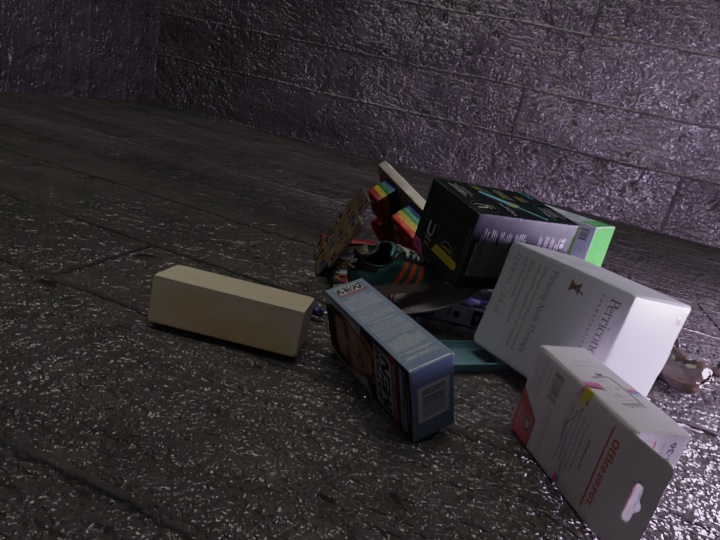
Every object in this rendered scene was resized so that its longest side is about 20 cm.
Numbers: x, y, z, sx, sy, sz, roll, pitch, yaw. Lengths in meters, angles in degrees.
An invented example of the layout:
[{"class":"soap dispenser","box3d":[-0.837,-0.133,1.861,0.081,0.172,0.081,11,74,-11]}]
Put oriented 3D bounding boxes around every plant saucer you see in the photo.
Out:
[{"class":"plant saucer","box3d":[0.119,0.124,0.772,0.199,0.019,0.070,5,20,-25]}]

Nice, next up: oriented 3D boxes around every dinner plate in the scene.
[{"class":"dinner plate","box3d":[0.127,0.035,0.936,0.199,0.024,0.200,-16,17,5]}]

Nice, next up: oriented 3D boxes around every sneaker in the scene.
[{"class":"sneaker","box3d":[0.072,-0.010,0.901,0.199,0.080,0.071,-9,26,-25]}]

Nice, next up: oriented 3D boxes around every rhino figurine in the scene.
[{"class":"rhino figurine","box3d":[0.495,0.141,0.899,0.087,0.060,0.200,-9,23,-24]}]

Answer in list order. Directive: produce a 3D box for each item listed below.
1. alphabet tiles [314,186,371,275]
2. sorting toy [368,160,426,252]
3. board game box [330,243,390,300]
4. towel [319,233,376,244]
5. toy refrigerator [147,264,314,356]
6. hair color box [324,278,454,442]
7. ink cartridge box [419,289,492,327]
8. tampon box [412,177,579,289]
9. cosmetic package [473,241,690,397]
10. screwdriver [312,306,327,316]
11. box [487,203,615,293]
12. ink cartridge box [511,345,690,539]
[{"class":"alphabet tiles","box3d":[-0.036,-0.077,1.043,0.008,0.167,0.200,36,13,-17]},{"class":"sorting toy","box3d":[0.088,-0.080,1.072,0.069,0.199,0.200,-33,59,-11]},{"class":"board game box","box3d":[0.000,0.000,0.987,0.104,0.024,0.200,5,27,-3]},{"class":"towel","box3d":[0.004,-0.027,1.129,0.144,0.023,0.200,6,21,-25]},{"class":"toy refrigerator","box3d":[-0.169,0.054,0.714,0.199,0.070,0.076,14,12,2]},{"class":"hair color box","box3d":[0.029,0.098,0.645,0.060,0.100,0.200,-18,31,-23]},{"class":"ink cartridge box","box3d":[0.197,0.066,0.959,0.199,0.039,0.100,12,19,-1]},{"class":"tampon box","box3d":[0.215,-0.056,0.882,0.199,0.127,0.150,4,27,-25]},{"class":"cosmetic package","box3d":[0.309,0.078,0.766,0.166,0.168,0.200,9,16,-37]},{"class":"screwdriver","box3d":[-0.041,0.067,0.811,0.199,0.028,0.029,12,-11,9]},{"class":"box","box3d":[0.370,-0.019,1.065,0.096,0.201,0.176,-5,24,-44]},{"class":"ink cartridge box","box3d":[0.246,0.177,0.549,0.067,0.117,0.200,7,20,-17]}]
